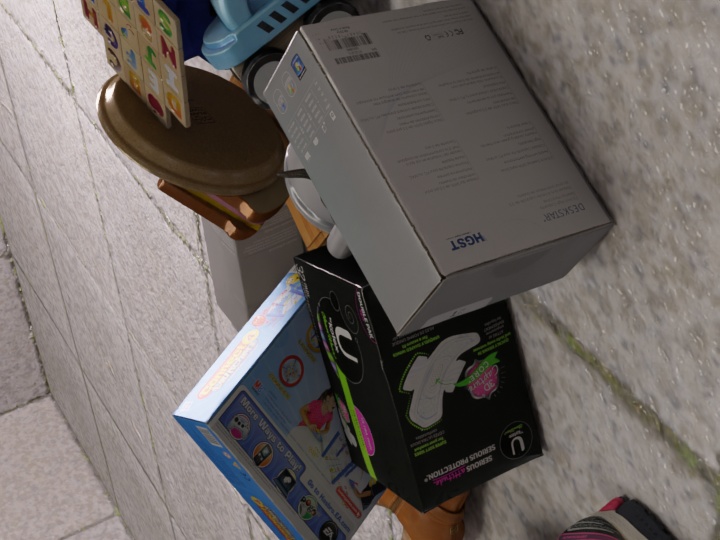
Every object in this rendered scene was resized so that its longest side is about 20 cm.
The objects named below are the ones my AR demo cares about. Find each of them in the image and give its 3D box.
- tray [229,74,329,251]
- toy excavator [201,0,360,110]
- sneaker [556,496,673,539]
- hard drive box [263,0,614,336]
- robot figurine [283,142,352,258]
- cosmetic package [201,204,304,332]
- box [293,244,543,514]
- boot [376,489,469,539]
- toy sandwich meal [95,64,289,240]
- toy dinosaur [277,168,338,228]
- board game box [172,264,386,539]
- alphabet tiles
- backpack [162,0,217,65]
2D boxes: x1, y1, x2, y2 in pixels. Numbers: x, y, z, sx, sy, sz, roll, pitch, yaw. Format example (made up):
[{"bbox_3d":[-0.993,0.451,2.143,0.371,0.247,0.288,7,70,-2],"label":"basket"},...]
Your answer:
[{"bbox_3d":[-0.067,-0.122,1.430,0.201,0.037,0.099,66,160,8],"label":"tray"},{"bbox_3d":[-0.072,-0.260,1.153,0.200,0.194,0.100,50,-177,-27],"label":"toy excavator"},{"bbox_3d":[0.215,0.246,1.037,0.200,0.074,0.081,38,145,53],"label":"sneaker"},{"bbox_3d":[0.051,-0.076,0.983,0.201,0.155,0.077,61,144,19],"label":"hard drive box"},{"bbox_3d":[0.001,-0.096,1.166,0.200,0.112,0.171,123,162,-66],"label":"robot figurine"},{"bbox_3d":[-0.117,-0.025,1.592,0.107,0.090,0.201,48,155,43],"label":"cosmetic package"},{"bbox_3d":[0.047,0.071,1.213,0.148,0.124,0.201,22,130,64],"label":"box"},{"bbox_3d":[0.046,0.187,1.431,0.200,0.073,0.155,52,150,30],"label":"boot"},{"bbox_3d":[-0.155,-0.115,1.355,0.206,0.204,0.070,54,133,32],"label":"toy sandwich meal"},{"bbox_3d":[0.019,-0.029,1.047,0.102,0.199,0.077,-118,45,-58],"label":"toy dinosaur"},{"bbox_3d":[-0.039,0.124,1.292,0.056,0.196,0.200,6,139,49],"label":"board game box"},{"bbox_3d":[-0.198,-0.215,1.233,0.166,0.006,0.201,47,156,24],"label":"alphabet tiles"},{"bbox_3d":[-0.138,-0.291,1.249,0.162,0.167,0.201,38,144,34],"label":"backpack"}]
